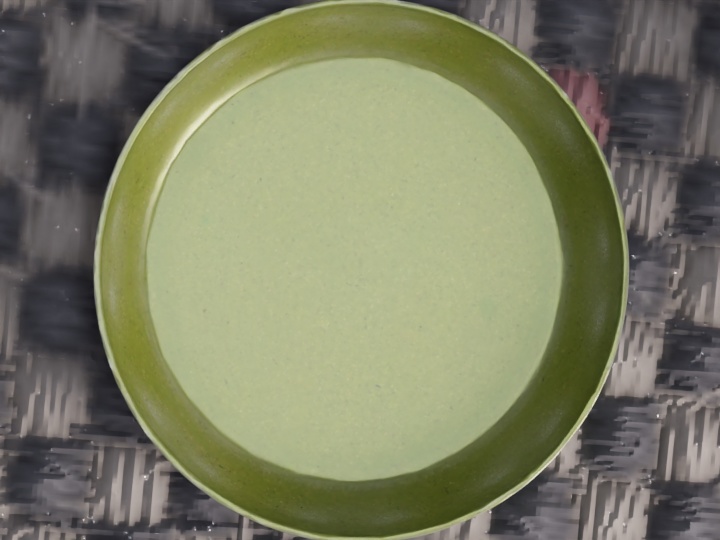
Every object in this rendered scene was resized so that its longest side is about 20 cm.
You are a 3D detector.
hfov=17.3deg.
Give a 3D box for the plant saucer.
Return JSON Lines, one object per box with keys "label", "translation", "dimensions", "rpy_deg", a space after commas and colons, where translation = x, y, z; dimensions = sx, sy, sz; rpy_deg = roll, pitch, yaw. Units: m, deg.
{"label": "plant saucer", "translation": [0.000, 0.000, 0.879], "dimensions": [0.199, 0.031, 0.201], "rpy_deg": [0, 92, -9]}
